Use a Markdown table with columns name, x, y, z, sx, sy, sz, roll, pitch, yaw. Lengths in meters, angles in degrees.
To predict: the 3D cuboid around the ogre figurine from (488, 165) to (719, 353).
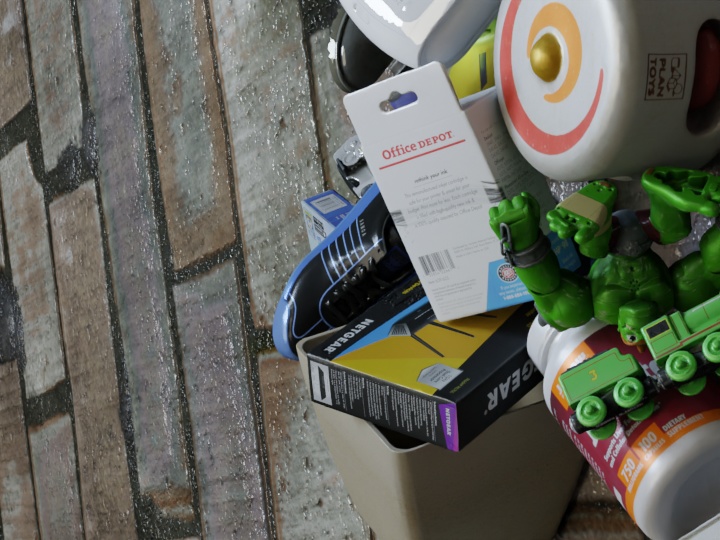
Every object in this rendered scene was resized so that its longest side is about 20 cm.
| name | x | y | z | sx | sy | sz | roll | pitch | yaw |
| --- | --- | --- | --- | --- | --- | --- | --- | --- | --- |
| ogre figurine | 0.200 | -0.012 | 1.260 | 0.098 | 0.198 | 0.121 | -124 | 19 | -46 |

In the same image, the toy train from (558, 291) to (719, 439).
| name | x | y | z | sx | sy | sz | roll | pitch | yaw |
| --- | --- | --- | --- | --- | --- | --- | --- | --- | --- |
| toy train | 0.231 | 0.054 | 1.216 | 0.042 | 0.199 | 0.057 | 46 | -161 | -55 |

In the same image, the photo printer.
| name | x | y | z | sx | sy | sz | roll | pitch | yaw |
| --- | --- | --- | --- | --- | --- | --- | --- | --- | --- |
| photo printer | 0.064 | -0.271 | 1.394 | 0.200 | 0.069 | 0.167 | -51 | 57 | 18 |

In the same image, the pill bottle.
| name | x | y | z | sx | sy | sz | roll | pitch | yaw |
| --- | --- | --- | --- | --- | --- | --- | --- | --- | --- |
| pill bottle | 0.209 | 0.102 | 1.307 | 0.200 | 0.112 | 0.114 | 53 | 139 | 45 |

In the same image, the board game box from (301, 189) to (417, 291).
| name | x | y | z | sx | sy | sz | roll | pitch | yaw |
| --- | --- | --- | --- | --- | --- | --- | --- | --- | --- |
| board game box | 0.017 | 0.047 | 1.689 | 0.200 | 0.043 | 0.201 | 40 | 145 | 54 |

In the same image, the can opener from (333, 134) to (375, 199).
| name | x | y | z | sx | sy | sz | roll | pitch | yaw |
| --- | --- | --- | --- | --- | --- | --- | --- | --- | --- |
| can opener | 0.032 | -0.067 | 1.707 | 0.200 | 0.052 | 0.067 | 58 | 176 | 44 |

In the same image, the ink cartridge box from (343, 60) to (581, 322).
| name | x | y | z | sx | sy | sz | roll | pitch | yaw |
| --- | --- | --- | --- | --- | --- | --- | --- | --- | --- |
| ink cartridge box | 0.080 | -0.071 | 1.372 | 0.115 | 0.067 | 0.202 | -15 | 104 | 43 |

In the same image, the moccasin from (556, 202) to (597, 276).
| name | x | y | z | sx | sy | sz | roll | pitch | yaw |
| --- | --- | --- | --- | --- | --- | --- | --- | --- | --- |
| moccasin | 0.130 | -0.039 | 1.485 | 0.200 | 0.068 | 0.081 | 12 | 104 | 62 |

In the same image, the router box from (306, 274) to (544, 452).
| name | x | y | z | sx | sy | sz | roll | pitch | yaw |
| --- | --- | --- | --- | --- | --- | --- | --- | --- | --- |
| router box | 0.074 | 0.064 | 1.422 | 0.148 | 0.200 | 0.052 | 16 | 124 | 33 |

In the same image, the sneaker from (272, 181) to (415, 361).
| name | x | y | z | sx | sy | sz | roll | pitch | yaw |
| --- | --- | --- | --- | --- | --- | --- | --- | --- | --- |
| sneaker | 0.000 | 0.000 | 1.533 | 0.201 | 0.070 | 0.078 | -55 | 31 | -7 |

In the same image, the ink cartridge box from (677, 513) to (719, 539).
| name | x | y | z | sx | sy | sz | roll | pitch | yaw |
| --- | --- | --- | --- | --- | --- | --- | --- | --- | --- |
| ink cartridge box | 0.289 | 0.277 | 1.212 | 0.145 | 0.083 | 0.202 | -49 | 52 | 54 |

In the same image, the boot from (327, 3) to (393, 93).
| name | x | y | z | sx | sy | sz | roll | pitch | yaw |
| --- | --- | --- | --- | --- | --- | --- | --- | --- | --- |
| boot | 0.078 | -0.226 | 1.466 | 0.199 | 0.072 | 0.183 | 14 | 76 | 44 |

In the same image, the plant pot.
| name | x | y | z | sx | sy | sz | roll | pitch | yaw |
| --- | --- | --- | --- | --- | --- | --- | --- | --- | --- |
| plant pot | 0.077 | 0.153 | 1.501 | 0.200 | 0.198 | 0.179 | 42 | 143 | 53 |

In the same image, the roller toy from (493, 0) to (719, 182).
| name | x | y | z | sx | sy | sz | roll | pitch | yaw |
| --- | --- | --- | --- | --- | --- | --- | --- | --- | --- |
| roller toy | 0.187 | -0.160 | 1.279 | 0.200 | 0.138 | 0.184 | -53 | 49 | 52 |

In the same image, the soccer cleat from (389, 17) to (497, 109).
| name | x | y | z | sx | sy | sz | roll | pitch | yaw |
| --- | --- | --- | --- | --- | --- | --- | --- | --- | --- |
| soccer cleat | 0.105 | -0.186 | 1.534 | 0.200 | 0.084 | 0.065 | -29 | 31 | 45 |
